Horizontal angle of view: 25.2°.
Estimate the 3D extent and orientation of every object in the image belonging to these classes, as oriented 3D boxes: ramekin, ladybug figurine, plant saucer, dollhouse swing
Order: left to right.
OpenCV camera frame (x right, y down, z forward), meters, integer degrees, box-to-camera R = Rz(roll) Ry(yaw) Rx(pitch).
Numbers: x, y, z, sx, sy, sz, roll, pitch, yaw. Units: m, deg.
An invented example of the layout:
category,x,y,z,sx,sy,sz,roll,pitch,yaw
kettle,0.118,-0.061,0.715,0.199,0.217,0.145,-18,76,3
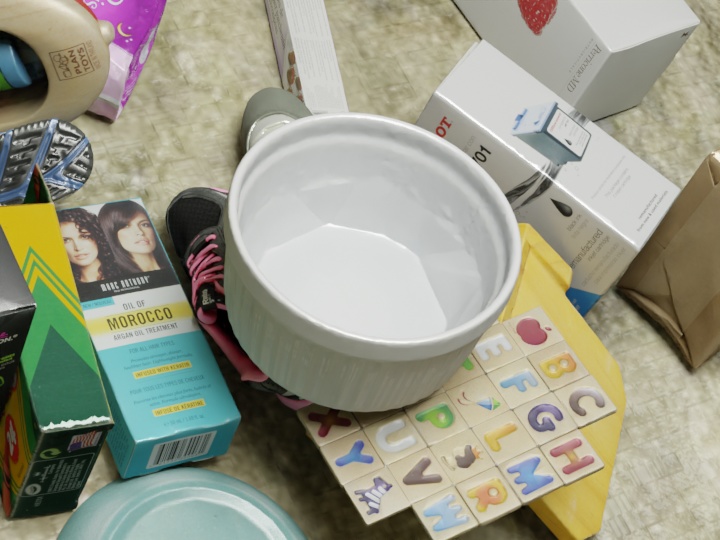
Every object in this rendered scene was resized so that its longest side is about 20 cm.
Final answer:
category,x,y,z,sx,sy,sz,roll,pitch,yaw
ladybug figurine,-0.272,-0.159,1.175,0.199,0.136,0.072,-8,40,9
plant saucer,-0.107,0.213,1.066,0.199,0.036,0.201,12,53,-16
ramekin,0.000,0.000,1.086,0.199,0.105,0.201,8,49,-10
dollhouse swing,0.087,0.097,1.231,0.181,0.176,0.201,-3,47,25

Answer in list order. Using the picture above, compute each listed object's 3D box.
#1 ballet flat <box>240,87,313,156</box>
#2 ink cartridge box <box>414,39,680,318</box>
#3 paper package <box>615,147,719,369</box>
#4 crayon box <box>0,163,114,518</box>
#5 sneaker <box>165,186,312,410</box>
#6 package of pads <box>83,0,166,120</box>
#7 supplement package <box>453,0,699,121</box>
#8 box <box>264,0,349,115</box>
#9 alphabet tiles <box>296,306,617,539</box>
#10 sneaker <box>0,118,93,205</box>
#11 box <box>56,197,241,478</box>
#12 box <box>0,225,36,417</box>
category,x,y,z,sx,sy,sz,roll,pitch,yaw
ballet flat,-0.053,-0.064,1.242,0.067,0.064,0.201,-11,68,-1
ink cartridge box,0.130,-0.063,1.287,0.200,0.147,0.086,36,53,4
paper package,0.339,-0.041,1.335,0.199,0.191,0.104,-30,69,-37
crayon box,-0.224,0.046,1.072,0.050,0.127,0.201,-6,59,-26
sneaker,-0.091,0.013,1.158,0.095,0.079,0.200,9,39,-55
package of pads,-0.259,-0.209,1.263,0.199,0.076,0.121,22,54,-8
supplement package,0.183,-0.246,1.452,0.119,0.121,0.201,-21,67,-34
box,-0.045,-0.178,1.358,0.041,0.039,0.201,1,58,-24
alphabet tiles,0.067,0.096,1.099,0.199,0.006,0.167,-21,55,-20
sneaker,-0.289,-0.054,1.153,0.199,0.077,0.076,-13,93,-12
box,-0.161,0.043,1.138,0.082,0.049,0.201,-11,57,-29
box,-0.298,0.028,1.002,0.124,0.200,0.149,-15,65,-31
